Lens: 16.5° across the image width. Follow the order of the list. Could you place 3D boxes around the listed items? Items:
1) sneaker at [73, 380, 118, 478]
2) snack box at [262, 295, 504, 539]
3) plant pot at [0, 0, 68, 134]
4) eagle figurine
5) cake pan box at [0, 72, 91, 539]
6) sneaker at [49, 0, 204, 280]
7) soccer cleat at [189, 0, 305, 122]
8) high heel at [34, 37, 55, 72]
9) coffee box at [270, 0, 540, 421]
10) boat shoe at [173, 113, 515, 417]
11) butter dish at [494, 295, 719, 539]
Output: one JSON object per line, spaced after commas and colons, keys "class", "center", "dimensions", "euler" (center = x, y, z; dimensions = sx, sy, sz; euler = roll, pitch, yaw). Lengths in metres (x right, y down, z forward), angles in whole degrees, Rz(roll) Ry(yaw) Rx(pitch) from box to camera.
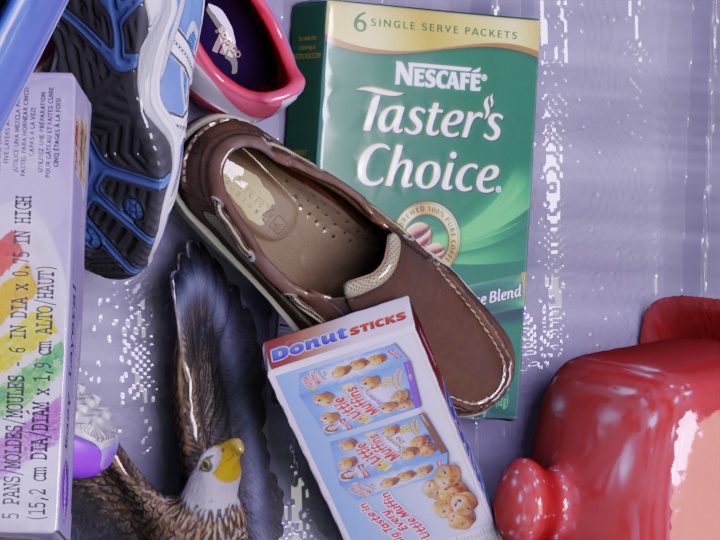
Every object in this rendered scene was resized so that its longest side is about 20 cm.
{"class": "sneaker", "center": [-0.205, 0.076, 1.078], "dimensions": [0.199, 0.070, 0.100], "euler": [14, 97, 5]}
{"class": "snack box", "center": [0.019, 0.099, 1.173], "dimensions": [0.072, 0.024, 0.201], "euler": [-17, 130, 6]}
{"class": "plant pot", "center": [-0.229, -0.101, 0.901], "dimensions": [0.180, 0.199, 0.201], "euler": [36, 73, -41]}
{"class": "eagle figurine", "center": [-0.086, 0.104, 1.140], "dimensions": [0.151, 0.200, 0.152], "euler": [-44, 154, 19]}
{"class": "cake pan box", "center": [-0.207, 0.018, 1.014], "dimensions": [0.183, 0.052, 0.201], "euler": [2, 78, 1]}
{"class": "sneaker", "center": [-0.098, -0.087, 1.090], "dimensions": [0.077, 0.075, 0.201], "euler": [-43, 148, -52]}
{"class": "soccer cleat", "center": [-0.093, -0.154, 1.137], "dimensions": [0.067, 0.076, 0.200], "euler": [-40, 109, -18]}
{"class": "high heel", "center": [-0.209, -0.078, 1.101], "dimensions": [0.096, 0.067, 0.200], "euler": [42, 60, 6]}
{"class": "coffee box", "center": [0.023, -0.029, 1.216], "dimensions": [0.122, 0.044, 0.201], "euler": [4, 91, -24]}
{"class": "boat shoe", "center": [-0.003, 0.005, 1.142], "dimensions": [0.202, 0.075, 0.075], "euler": [35, 80, -19]}
{"class": "butter dish", "center": [0.134, 0.113, 1.193], "dimensions": [0.147, 0.199, 0.201], "euler": [3, 92, -24]}
